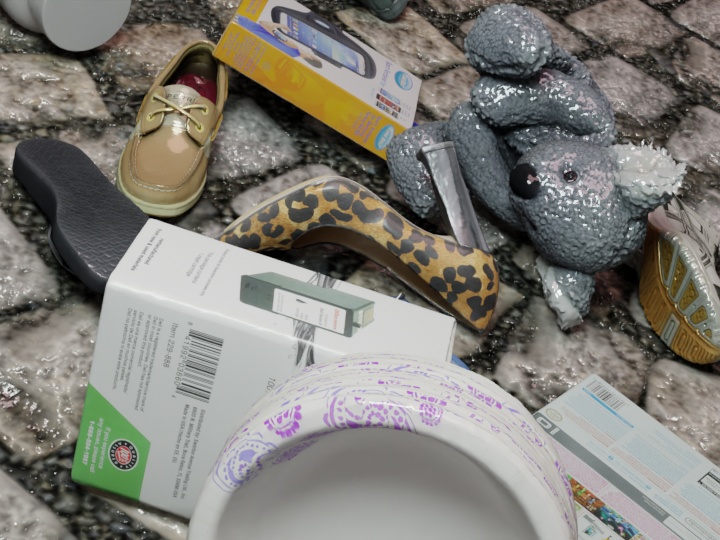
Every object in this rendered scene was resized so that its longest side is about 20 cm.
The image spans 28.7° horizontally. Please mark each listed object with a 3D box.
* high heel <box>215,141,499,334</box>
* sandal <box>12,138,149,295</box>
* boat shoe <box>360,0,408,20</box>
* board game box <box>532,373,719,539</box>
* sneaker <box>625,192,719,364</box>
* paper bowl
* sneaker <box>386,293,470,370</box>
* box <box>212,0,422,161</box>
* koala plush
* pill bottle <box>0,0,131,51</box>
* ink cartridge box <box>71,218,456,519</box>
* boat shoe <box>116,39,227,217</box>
[{"bbox_3d":[0.000,0.000,1.044,0.197,0.071,0.145,-17,84,-1],"label":"high heel"},{"bbox_3d":[-0.198,-0.034,1.020,0.075,0.043,0.200,2,29,-30],"label":"sandal"},{"bbox_3d":[0.024,-0.318,1.465,0.062,0.072,0.201,53,20,-23],"label":"boat shoe"},{"bbox_3d":[0.137,0.164,0.868,0.147,0.065,0.199,37,40,27],"label":"board game box"},{"bbox_3d":[0.262,-0.008,1.128,0.086,0.076,0.201,3,41,-24],"label":"sneaker"},{"bbox_3d":[0.015,0.139,0.738,0.198,0.203,0.105,18,22,2],"label":"paper bowl"},{"bbox_3d":[-0.010,0.051,0.961,0.198,0.079,0.089,32,28,9],"label":"sneaker"},{"bbox_3d":[-0.023,-0.168,1.207,0.198,0.042,0.120,29,28,-8],"label":"box"},{"bbox_3d":[0.157,-0.071,1.095,0.182,0.178,0.201,18,25,-40],"label":"koala plush"},{"bbox_3d":[-0.284,-0.281,1.237,0.111,0.113,0.200,-15,47,-35],"label":"pill bottle"},{"bbox_3d":[-0.057,0.077,0.833,0.197,0.148,0.084,18,29,1],"label":"ink cartridge box"},{"bbox_3d":[-0.147,-0.118,1.117,0.073,0.067,0.201,12,37,-5],"label":"boat shoe"}]
